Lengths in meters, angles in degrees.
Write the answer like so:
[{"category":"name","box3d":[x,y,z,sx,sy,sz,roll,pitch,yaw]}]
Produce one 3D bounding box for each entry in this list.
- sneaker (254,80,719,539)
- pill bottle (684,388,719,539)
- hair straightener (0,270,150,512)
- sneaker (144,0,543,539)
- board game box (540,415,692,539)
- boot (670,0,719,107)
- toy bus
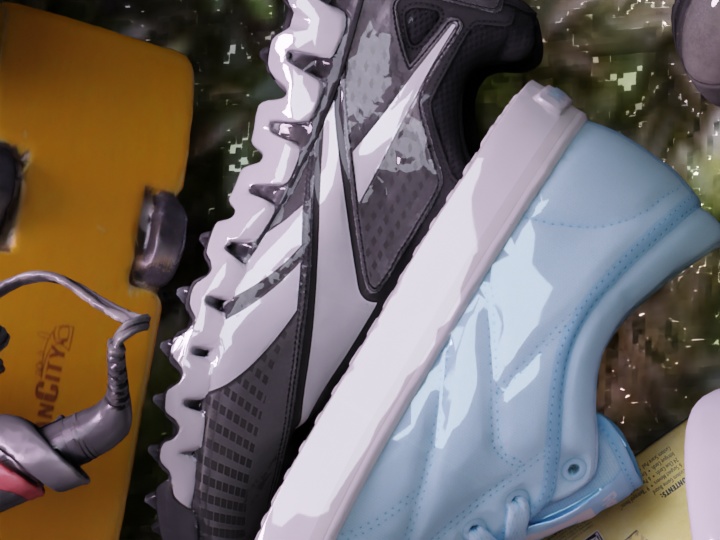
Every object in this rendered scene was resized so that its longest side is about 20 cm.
[{"category":"sneaker","box3d":[0.029,0.054,0.777,0.082,0.074,0.201,29,95,7]},{"category":"pill bottle","box3d":[0.185,0.057,0.692,0.199,0.111,0.112,-16,69,14]},{"category":"hair straightener","box3d":[-0.142,0.045,0.778,0.199,0.041,0.077,-26,64,17]},{"category":"sneaker","box3d":[0.000,0.000,0.839,0.090,0.066,0.201,17,88,8]},{"category":"board game box","box3d":[0.129,0.093,0.782,0.200,0.035,0.136,-35,65,7]},{"category":"boot","box3d":[0.181,-0.050,0.768,0.199,0.068,0.131,-13,50,14]},{"category":"toy bus","box3d":[-0.101,0.026,0.857,0.078,0.065,0.201,-17,60,62]}]
